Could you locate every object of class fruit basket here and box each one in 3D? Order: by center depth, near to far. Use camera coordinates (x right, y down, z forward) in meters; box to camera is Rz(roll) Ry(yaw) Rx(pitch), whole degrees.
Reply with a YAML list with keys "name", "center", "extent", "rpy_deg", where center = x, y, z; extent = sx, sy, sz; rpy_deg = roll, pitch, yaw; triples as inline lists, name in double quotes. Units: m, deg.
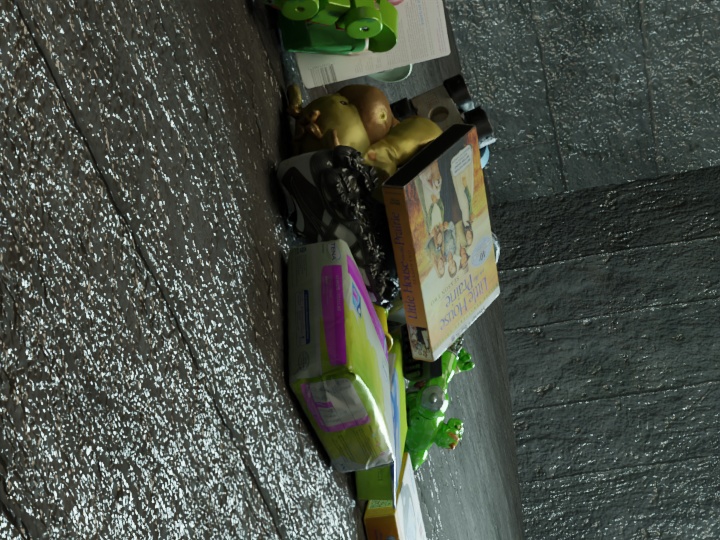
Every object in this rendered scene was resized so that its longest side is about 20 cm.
- name: "fruit basket"
  center: [-0.001, -0.304, 1.603]
  extent: [0.199, 0.093, 0.187]
  rpy_deg: [-20, 103, -36]

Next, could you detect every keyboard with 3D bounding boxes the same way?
- name: "keyboard"
  center: [0.074, 0.023, 1.693]
  extent: [0.127, 0.020, 0.202]
  rpy_deg: [-20, -109, 58]

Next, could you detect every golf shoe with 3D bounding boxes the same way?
- name: "golf shoe"
  center: [-0.016, -0.045, 1.477]
  extent: [0.078, 0.094, 0.201]
  rpy_deg: [-59, 140, -37]

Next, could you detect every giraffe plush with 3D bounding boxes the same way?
- name: "giraffe plush"
  center: [-0.009, -0.125, 1.556]
  extent: [0.200, 0.172, 0.163]
  rpy_deg: [-54, 135, -26]

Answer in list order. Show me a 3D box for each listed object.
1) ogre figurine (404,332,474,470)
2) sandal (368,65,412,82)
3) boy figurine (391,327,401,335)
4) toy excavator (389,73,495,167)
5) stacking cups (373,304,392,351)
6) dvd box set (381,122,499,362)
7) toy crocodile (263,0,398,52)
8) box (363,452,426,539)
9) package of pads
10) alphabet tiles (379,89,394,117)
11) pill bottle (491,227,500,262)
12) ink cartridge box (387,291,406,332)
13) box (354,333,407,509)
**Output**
- name: "ogre figurine"
  center: [0.082, 0.173, 1.876]
  extent: [0.098, 0.200, 0.120]
  rpy_deg: [33, 38, -11]
- name: "sandal"
  center: [0.012, -0.296, 1.999]
  extent: [0.201, 0.079, 0.058]
  rpy_deg: [40, 35, -62]
- name: "boy figurine"
  center: [0.080, 0.050, 1.803]
  extent: [0.124, 0.064, 0.200]
  rpy_deg: [-49, -178, -34]
- name: "toy excavator"
  center: [0.106, -0.160, 1.911]
  extent: [0.200, 0.099, 0.195]
  rpy_deg: [68, -2, -51]
- name: "stacking cups"
  center: [0.000, 0.000, 1.664]
  extent: [0.061, 0.060, 0.201]
  rpy_deg: [68, 15, -53]
- name: "dvd box set"
  center: [0.085, -0.029, 1.525]
  extent: [0.146, 0.029, 0.201]
  rpy_deg: [-40, 130, -44]
- name: "toy crocodile"
  center: [-0.039, -0.269, 1.480]
  extent: [0.199, 0.062, 0.068]
  rpy_deg: [12, 58, -37]
- name: "box"
  center: [0.043, 0.291, 1.699]
  extent: [0.200, 0.041, 0.120]
  rpy_deg: [-61, 141, -72]
- name: "package of pads"
  center: [-0.017, 0.090, 1.443]
  extent: [0.200, 0.068, 0.155]
  rpy_deg: [67, 16, -55]
- name: "alphabet tiles"
  center: [0.043, -0.112, 1.907]
  extent: [0.200, 0.008, 0.168]
  rpy_deg: [108, -40, -66]
- name: "pill bottle"
  center: [0.095, -0.067, 2.001]
  extent: [0.200, 0.111, 0.112]
  rpy_deg: [55, -12, 45]
- name: "ink cartridge box"
  center: [0.051, -0.006, 1.665]
  extent: [0.200, 0.042, 0.120]
  rpy_deg: [143, -48, -60]
- name: "box"
  center: [0.022, 0.162, 1.633]
  extent: [0.200, 0.047, 0.123]
  rpy_deg: [-74, 162, -70]
